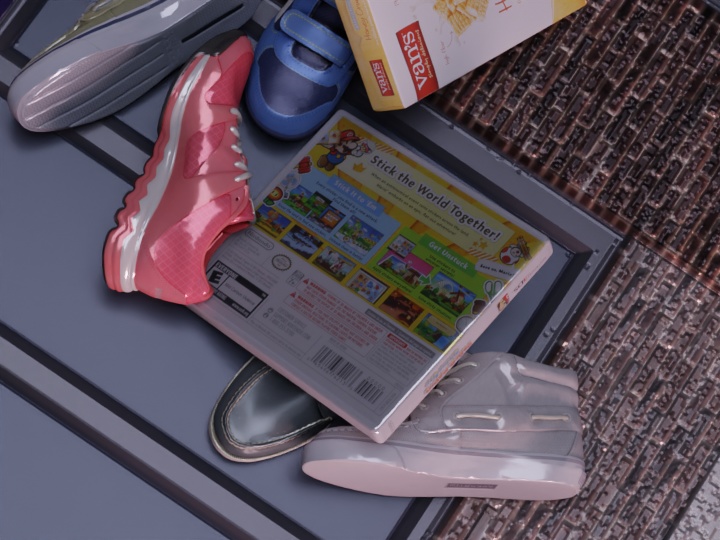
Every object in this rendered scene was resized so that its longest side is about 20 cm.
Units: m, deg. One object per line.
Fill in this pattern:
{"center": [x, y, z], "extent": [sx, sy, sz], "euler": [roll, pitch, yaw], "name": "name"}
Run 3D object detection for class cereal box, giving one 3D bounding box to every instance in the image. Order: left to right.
{"center": [0.063, -0.214, 1.781], "extent": [0.200, 0.039, 0.144], "euler": [-33, 110, -37], "name": "cereal box"}

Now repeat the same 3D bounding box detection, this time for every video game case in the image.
{"center": [0.000, 0.000, 1.746], "extent": [0.200, 0.023, 0.182], "euler": [33, 72, 31], "name": "video game case"}

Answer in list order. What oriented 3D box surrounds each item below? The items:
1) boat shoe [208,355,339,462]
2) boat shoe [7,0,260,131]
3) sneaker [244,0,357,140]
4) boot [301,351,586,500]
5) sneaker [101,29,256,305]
{"center": [-0.016, 0.063, 1.753], "extent": [0.200, 0.062, 0.073], "euler": [-30, 85, -13], "name": "boat shoe"}
{"center": [-0.165, -0.165, 1.795], "extent": [0.200, 0.072, 0.062], "euler": [-30, 57, -17], "name": "boat shoe"}
{"center": [-0.017, -0.184, 1.804], "extent": [0.074, 0.082, 0.200], "euler": [31, 76, -2], "name": "sneaker"}
{"center": [0.057, 0.102, 1.757], "extent": [0.199, 0.074, 0.096], "euler": [6, 69, -15], "name": "boot"}
{"center": [-0.103, -0.067, 1.764], "extent": [0.087, 0.074, 0.200], "euler": [21, 82, 9], "name": "sneaker"}
